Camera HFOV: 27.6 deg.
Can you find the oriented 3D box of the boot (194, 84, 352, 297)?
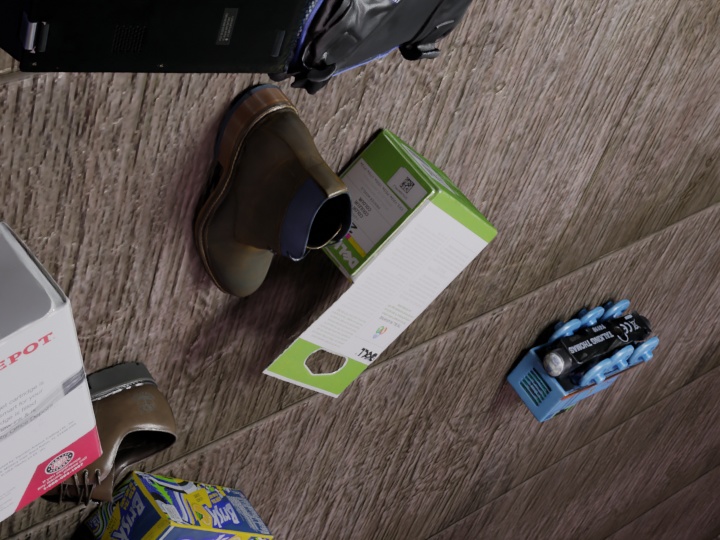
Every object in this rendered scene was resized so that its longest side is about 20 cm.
[{"bbox_3d":[-0.061,-0.026,1.038,0.074,0.097,0.201,-27,150,-28],"label":"boot"}]

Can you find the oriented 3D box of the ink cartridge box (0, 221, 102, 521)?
[{"bbox_3d":[-0.255,0.082,0.941,0.144,0.083,0.201,-31,152,-22],"label":"ink cartridge box"}]

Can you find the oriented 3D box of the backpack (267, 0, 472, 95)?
[{"bbox_3d":[0.009,-0.222,0.768,0.201,0.147,0.183,-54,166,30],"label":"backpack"}]

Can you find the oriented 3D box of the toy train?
[{"bbox_3d":[0.267,0.103,1.731,0.199,0.087,0.115,-17,154,-46],"label":"toy train"}]

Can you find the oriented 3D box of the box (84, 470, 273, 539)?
[{"bbox_3d":[-0.161,0.238,1.338,0.070,0.064,0.200,-46,154,7],"label":"box"}]

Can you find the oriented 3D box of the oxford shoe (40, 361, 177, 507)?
[{"bbox_3d":[-0.222,0.140,1.081,0.198,0.085,0.073,-25,152,-29],"label":"oxford shoe"}]

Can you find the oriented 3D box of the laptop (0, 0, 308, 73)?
[{"bbox_3d":[-0.114,-0.192,0.617,0.197,0.117,0.188,-3,138,-26],"label":"laptop"}]

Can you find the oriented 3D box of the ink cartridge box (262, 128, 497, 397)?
[{"bbox_3d":[0.000,0.000,1.194,0.200,0.076,0.148,-46,155,8],"label":"ink cartridge box"}]
